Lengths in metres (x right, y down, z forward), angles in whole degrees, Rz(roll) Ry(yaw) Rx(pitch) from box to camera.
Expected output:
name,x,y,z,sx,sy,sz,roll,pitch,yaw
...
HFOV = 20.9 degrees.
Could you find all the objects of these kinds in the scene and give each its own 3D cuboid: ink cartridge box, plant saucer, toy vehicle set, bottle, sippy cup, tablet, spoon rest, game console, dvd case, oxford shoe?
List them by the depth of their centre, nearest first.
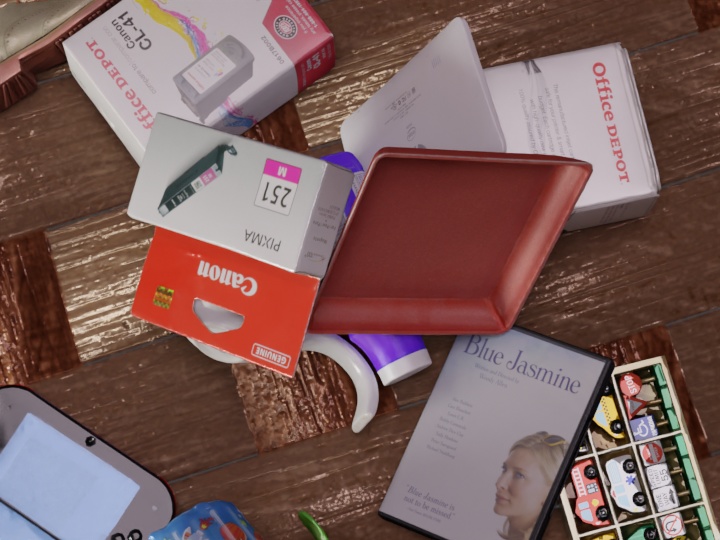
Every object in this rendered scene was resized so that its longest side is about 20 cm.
name,x,y,z,sx,sy,sz,roll,pitch,yaw
plant saucer,0.066,-0.029,1.599,0.198,0.201,0.037,1,45,-26
ink cartridge box,-0.113,-0.024,1.602,0.199,0.043,0.175,18,92,38
sippy cup,-0.116,0.267,1.611,0.177,0.140,0.131,-14,60,-44
game console,-0.275,0.214,1.664,0.199,0.031,0.177,33,78,7
tablet,0.050,-0.113,1.670,0.014,0.200,0.131,-3,68,-35
dvd case,0.116,0.144,1.670,0.142,0.018,0.201,19,76,26
spoon rest,-0.071,0.064,1.682,0.199,0.099,0.061,31,54,-8
toy vehicle set,0.231,0.185,1.683,0.123,0.027,0.201,-15,77,-4
bottle,0.000,0.000,1.693,0.065,0.083,0.201,-18,79,-44
ink cartridge box,0.150,-0.106,1.721,0.199,0.085,0.147,-11,77,-2
ink cartridge box,-0.142,-0.192,1.735,0.200,0.086,0.148,-37,81,-10
oxford shoe,-0.283,-0.223,1.748,0.200,0.071,0.074,-36,76,-9
